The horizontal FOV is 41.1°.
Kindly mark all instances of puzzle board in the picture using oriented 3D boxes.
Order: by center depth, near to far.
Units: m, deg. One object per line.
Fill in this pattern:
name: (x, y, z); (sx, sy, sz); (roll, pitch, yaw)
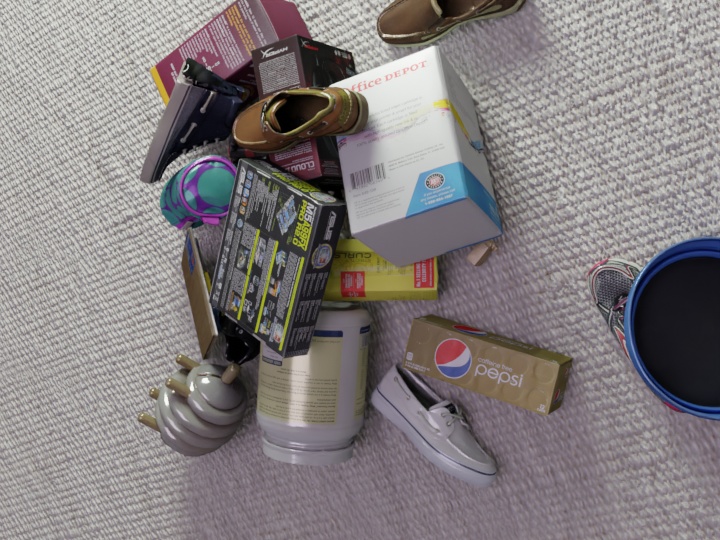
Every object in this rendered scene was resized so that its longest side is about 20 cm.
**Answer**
puzzle board: (-0.224, 0.037, 1.344); (0.017, 0.200, 0.151); (-11, 79, -16)

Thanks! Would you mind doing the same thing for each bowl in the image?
bowl: (0.386, 0.064, 1.052); (0.200, 0.039, 0.201); (0, 78, -1)

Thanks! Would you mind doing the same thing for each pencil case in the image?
pencil case: (-0.220, -0.102, 1.313); (0.085, 0.200, 0.093); (8, 86, -18)

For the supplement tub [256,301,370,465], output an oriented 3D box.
supplement tub: (-0.064, 0.144, 1.276); (0.145, 0.145, 0.201); (7, 96, 27)

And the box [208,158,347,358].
box: (-0.106, -0.018, 1.177); (0.160, 0.044, 0.201); (30, 114, 38)

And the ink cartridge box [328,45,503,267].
ink cartridge box: (0.067, -0.133, 1.159); (0.146, 0.146, 0.201); (-17, 68, 20)

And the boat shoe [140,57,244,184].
boat shoe: (-0.226, -0.181, 1.288); (0.092, 0.075, 0.200); (22, 131, -15)

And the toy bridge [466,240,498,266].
toy bridge: (0.104, -0.090, 1.243); (0.200, 0.027, 0.067); (43, 109, 20)

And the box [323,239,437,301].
box: (0.000, 0.000, 1.240); (0.199, 0.050, 0.076); (1, 73, 4)

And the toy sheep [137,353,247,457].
toy sheep: (-0.230, 0.193, 1.371); (0.138, 0.138, 0.200); (55, 130, 14)

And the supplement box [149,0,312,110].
supplement box: (-0.175, -0.290, 1.329); (0.200, 0.110, 0.086); (-30, 79, 25)

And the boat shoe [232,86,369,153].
boat shoe: (-0.088, -0.185, 1.135); (0.199, 0.068, 0.072); (-8, 83, 38)

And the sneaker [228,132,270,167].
sneaker: (-0.134, -0.116, 1.341); (0.071, 0.098, 0.201); (2, 117, 13)

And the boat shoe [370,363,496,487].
boat shoe: (0.098, 0.196, 1.235); (0.200, 0.073, 0.067); (35, 110, 22)

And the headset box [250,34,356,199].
headset box: (-0.058, -0.190, 1.253); (0.077, 0.149, 0.201); (-13, 86, 28)

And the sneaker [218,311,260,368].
sneaker: (-0.157, 0.057, 1.313); (0.072, 0.083, 0.201); (22, 133, 26)

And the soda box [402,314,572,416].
soda box: (0.158, 0.116, 1.206); (0.199, 0.064, 0.068); (16, 100, 25)

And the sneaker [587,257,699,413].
sneaker: (0.334, 0.071, 1.109); (0.081, 0.075, 0.200); (-40, 74, 23)

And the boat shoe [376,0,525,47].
boat shoe: (0.102, -0.337, 1.204); (0.202, 0.075, 0.075); (-14, 86, 27)
